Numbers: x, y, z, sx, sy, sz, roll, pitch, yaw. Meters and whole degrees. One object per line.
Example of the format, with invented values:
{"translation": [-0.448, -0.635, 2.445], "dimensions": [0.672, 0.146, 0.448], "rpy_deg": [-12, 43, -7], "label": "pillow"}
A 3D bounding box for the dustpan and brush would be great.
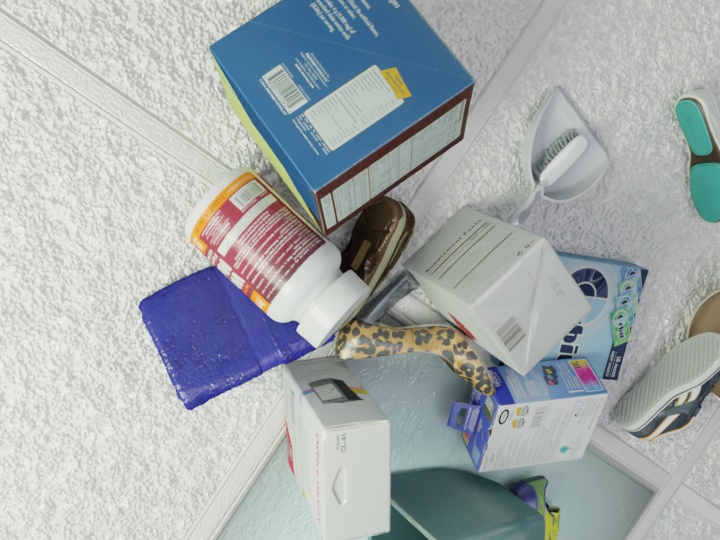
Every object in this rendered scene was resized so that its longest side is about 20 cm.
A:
{"translation": [0.246, -0.124, 1.082], "dimensions": [0.200, 0.057, 0.140], "rpy_deg": [-47, 115, -3], "label": "dustpan and brush"}

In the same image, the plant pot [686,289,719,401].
{"translation": [0.612, 0.101, 1.225], "dimensions": [0.134, 0.199, 0.203], "rpy_deg": [-19, 113, -43], "label": "plant pot"}

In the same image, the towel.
{"translation": [-0.147, 0.060, 0.978], "dimensions": [0.198, 0.050, 0.149], "rpy_deg": [-25, 79, -12], "label": "towel"}

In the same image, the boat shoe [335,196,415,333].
{"translation": [0.004, 0.004, 1.022], "dimensions": [0.203, 0.075, 0.075], "rpy_deg": [-53, 152, 17], "label": "boat shoe"}

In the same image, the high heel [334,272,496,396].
{"translation": [0.068, 0.121, 1.056], "dimensions": [0.142, 0.071, 0.200], "rpy_deg": [-42, 86, -10], "label": "high heel"}

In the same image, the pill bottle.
{"translation": [-0.092, -0.013, 0.920], "dimensions": [0.200, 0.110, 0.110], "rpy_deg": [43, 88, 5], "label": "pill bottle"}

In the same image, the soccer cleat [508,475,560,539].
{"translation": [0.276, 0.399, 1.234], "dimensions": [0.083, 0.065, 0.202], "rpy_deg": [-25, 111, -15], "label": "soccer cleat"}

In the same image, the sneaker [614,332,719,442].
{"translation": [0.480, 0.178, 1.234], "dimensions": [0.079, 0.079, 0.200], "rpy_deg": [36, 111, -26], "label": "sneaker"}

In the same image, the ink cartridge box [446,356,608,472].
{"translation": [0.222, 0.200, 1.128], "dimensions": [0.198, 0.077, 0.138], "rpy_deg": [-5, 128, -17], "label": "ink cartridge box"}

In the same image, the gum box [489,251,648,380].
{"translation": [0.295, 0.063, 1.160], "dimensions": [0.198, 0.045, 0.172], "rpy_deg": [7, 103, -21], "label": "gum box"}

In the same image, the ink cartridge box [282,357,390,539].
{"translation": [-0.033, 0.210, 0.994], "dimensions": [0.085, 0.200, 0.149], "rpy_deg": [-6, 107, -18], "label": "ink cartridge box"}

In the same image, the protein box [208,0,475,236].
{"translation": [-0.018, -0.188, 0.879], "dimensions": [0.199, 0.135, 0.199], "rpy_deg": [-35, 76, -8], "label": "protein box"}

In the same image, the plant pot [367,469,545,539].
{"translation": [0.141, 0.386, 1.119], "dimensions": [0.198, 0.196, 0.198], "rpy_deg": [-10, 108, -27], "label": "plant pot"}

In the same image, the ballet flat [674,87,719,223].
{"translation": [0.502, -0.167, 1.169], "dimensions": [0.069, 0.069, 0.202], "rpy_deg": [-27, 111, -11], "label": "ballet flat"}

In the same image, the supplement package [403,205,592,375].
{"translation": [0.163, 0.019, 1.014], "dimensions": [0.120, 0.200, 0.121], "rpy_deg": [-43, 114, -5], "label": "supplement package"}
